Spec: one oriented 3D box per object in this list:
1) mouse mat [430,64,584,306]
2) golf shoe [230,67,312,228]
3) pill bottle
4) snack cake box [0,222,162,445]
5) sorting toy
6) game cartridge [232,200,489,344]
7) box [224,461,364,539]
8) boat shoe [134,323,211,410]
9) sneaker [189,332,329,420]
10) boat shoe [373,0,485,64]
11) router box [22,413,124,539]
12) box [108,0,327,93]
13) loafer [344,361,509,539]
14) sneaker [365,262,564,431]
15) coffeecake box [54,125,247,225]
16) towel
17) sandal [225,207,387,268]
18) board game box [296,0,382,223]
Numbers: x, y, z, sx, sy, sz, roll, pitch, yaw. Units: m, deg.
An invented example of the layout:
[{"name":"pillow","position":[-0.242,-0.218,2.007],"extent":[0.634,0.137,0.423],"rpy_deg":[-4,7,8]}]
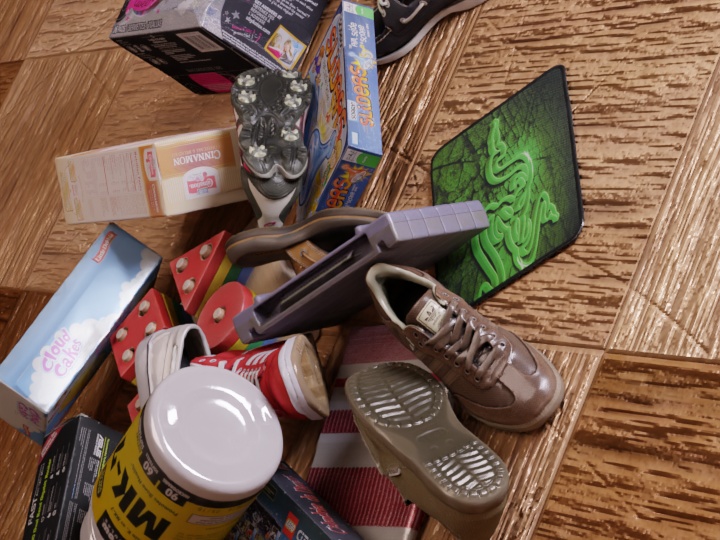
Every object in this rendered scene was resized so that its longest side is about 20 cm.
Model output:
[{"name":"mouse mat","position":[0.118,-0.066,1.521],"extent":[0.161,0.008,0.201],"rpy_deg":[-35,40,32]},{"name":"golf shoe","position":[-0.087,-0.120,1.713],"extent":[0.201,0.077,0.089],"rpy_deg":[-89,5,-53]},{"name":"pill bottle","position":[-0.149,0.174,1.457],"extent":[0.200,0.114,0.115],"rpy_deg":[126,154,-45]},{"name":"snack cake box","position":[-0.282,0.063,1.812],"extent":[0.201,0.067,0.115],"rpy_deg":[-56,0,-24]},{"name":"sorting toy","position":[-0.148,0.059,1.714],"extent":[0.199,0.069,0.200],"rpy_deg":[-48,33,15]},{"name":"game cartridge","position":[0.000,0.000,1.513],"extent":[0.200,0.129,0.039],"rpy_deg":[-34,79,38]},{"name":"box","position":[-0.056,0.247,1.428],"extent":[0.200,0.037,0.138],"rpy_deg":[35,107,58]},{"name":"boat shoe","position":[-0.144,0.145,1.588],"extent":[0.065,0.072,0.202],"rpy_deg":[-22,69,40]},{"name":"sneaker","position":[-0.087,0.097,1.499],"extent":[0.112,0.072,0.200],"rpy_deg":[-16,1,1]},{"name":"boat shoe","position":[0.053,-0.259,1.722],"extent":[0.199,0.060,0.074],"rpy_deg":[-24,48,42]},{"name":"router box","position":[-0.213,0.244,1.568],"extent":[0.062,0.149,0.201],"rpy_deg":[-30,40,40]},{"name":"box","position":[-0.153,-0.272,1.945],"extent":[0.199,0.132,0.115],"rpy_deg":[3,67,54]},{"name":"loafer","position":[0.045,0.137,1.367],"extent":[0.200,0.075,0.068],"rpy_deg":[-130,32,-54]},{"name":"sneaker","position":[0.070,0.056,1.392],"extent":[0.071,0.075,0.200],"rpy_deg":[-55,43,-1]},{"name":"coffeecake box","position":[-0.186,-0.096,1.814],"extent":[0.199,0.153,0.074],"rpy_deg":[-2,100,53]},{"name":"towel","position":[0.019,0.135,1.470],"extent":[0.143,0.023,0.201],"rpy_deg":[-8,58,48]},{"name":"sandal","position":[-0.035,-0.016,1.606],"extent":[0.199,0.082,0.055],"rpy_deg":[-10,75,31]},{"name":"board game box","position":[-0.023,-0.135,1.699],"extent":[0.201,0.034,0.136],"rpy_deg":[-93,24,-43]}]
